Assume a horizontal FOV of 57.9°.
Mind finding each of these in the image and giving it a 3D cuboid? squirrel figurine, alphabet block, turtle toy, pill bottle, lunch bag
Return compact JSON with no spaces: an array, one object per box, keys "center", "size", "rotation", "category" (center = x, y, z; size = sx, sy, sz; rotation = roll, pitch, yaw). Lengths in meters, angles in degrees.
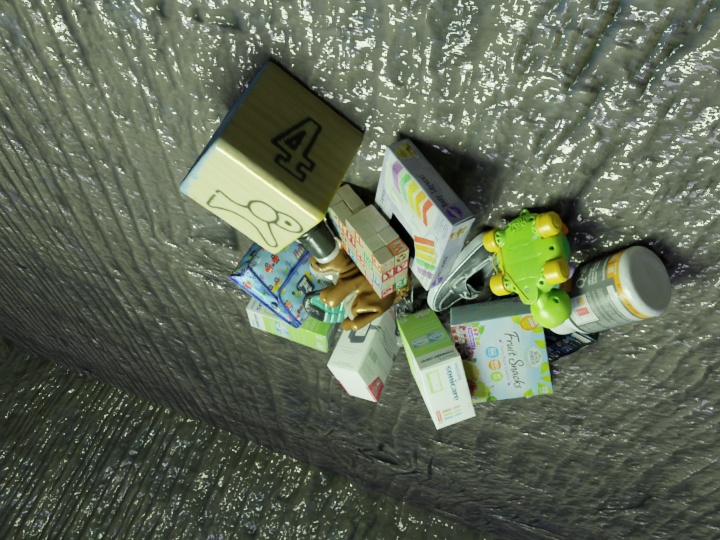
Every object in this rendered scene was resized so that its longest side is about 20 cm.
[{"center":[0.000,0.000,1.305],"size":[0.187,0.199,0.142],"rotation":[58,176,0],"category":"squirrel figurine"},{"center":[-0.147,-0.179,1.075],"size":[0.199,0.197,0.195],"rotation":[35,150,-19],"category":"alphabet block"},{"center":[0.294,-0.004,1.076],"size":[0.101,0.202,0.145],"rotation":[-3,171,-41],"category":"turtle toy"},{"center":[0.407,0.042,1.103],"size":[0.116,0.117,0.200],"rotation":[35,148,-18],"category":"pill bottle"},{"center":[-0.158,0.018,1.418],"size":[0.200,0.151,0.094],"rotation":[45,145,-21],"category":"lunch bag"}]

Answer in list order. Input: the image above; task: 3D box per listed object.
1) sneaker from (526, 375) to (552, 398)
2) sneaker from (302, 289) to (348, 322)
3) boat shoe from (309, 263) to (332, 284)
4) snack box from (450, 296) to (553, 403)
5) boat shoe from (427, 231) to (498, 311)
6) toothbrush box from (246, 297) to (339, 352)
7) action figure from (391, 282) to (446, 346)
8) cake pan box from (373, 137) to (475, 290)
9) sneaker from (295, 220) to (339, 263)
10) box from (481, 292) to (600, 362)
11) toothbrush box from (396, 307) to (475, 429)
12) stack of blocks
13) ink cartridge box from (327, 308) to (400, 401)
[{"center":[0.331,0.222,1.465],"size":[0.199,0.077,0.081],"rotation":[30,120,-9],"category":"sneaker"},{"center":[-0.044,0.066,1.427],"size":[0.199,0.075,0.088],"rotation":[6,-159,-29],"category":"sneaker"},{"center":[-0.012,0.001,1.390],"size":[0.199,0.072,0.066],"rotation":[21,146,4],"category":"boat shoe"},{"center":[0.273,0.154,1.254],"size":[0.167,0.068,0.201],"rotation":[-9,122,13],"category":"snack box"},{"center":[0.197,0.020,1.197],"size":[0.071,0.068,0.200],"rotation":[2,137,-41],"category":"boat shoe"},{"center":[-0.143,0.082,1.519],"size":[0.198,0.146,0.086],"rotation":[18,149,12],"category":"toothbrush box"},{"center":[0.128,0.113,1.423],"size":[0.118,0.103,0.200],"rotation":[-21,141,6],"category":"action figure"},{"center":[0.096,-0.089,1.088],"size":[0.185,0.052,0.200],"rotation":[57,157,23],"category":"cake pan box"},{"center":[-0.110,-0.097,1.249],"size":[0.099,0.071,0.200],"rotation":[55,175,-36],"category":"sneaker"},{"center":[0.353,0.104,1.312],"size":[0.199,0.046,0.159],"rotation":[28,150,-6],"category":"box"},{"center":[0.148,0.190,1.298],"size":[0.085,0.200,0.147],"rotation":[-19,117,-3],"category":"toothbrush box"},{"center":[0.007,-0.063,1.176],"size":[0.200,0.058,0.115],"rotation":[53,163,28],"category":"stack of blocks"},{"center":[0.020,0.178,1.518],"size":[0.084,0.201,0.145],"rotation":[9,147,29],"category":"ink cartridge box"}]
